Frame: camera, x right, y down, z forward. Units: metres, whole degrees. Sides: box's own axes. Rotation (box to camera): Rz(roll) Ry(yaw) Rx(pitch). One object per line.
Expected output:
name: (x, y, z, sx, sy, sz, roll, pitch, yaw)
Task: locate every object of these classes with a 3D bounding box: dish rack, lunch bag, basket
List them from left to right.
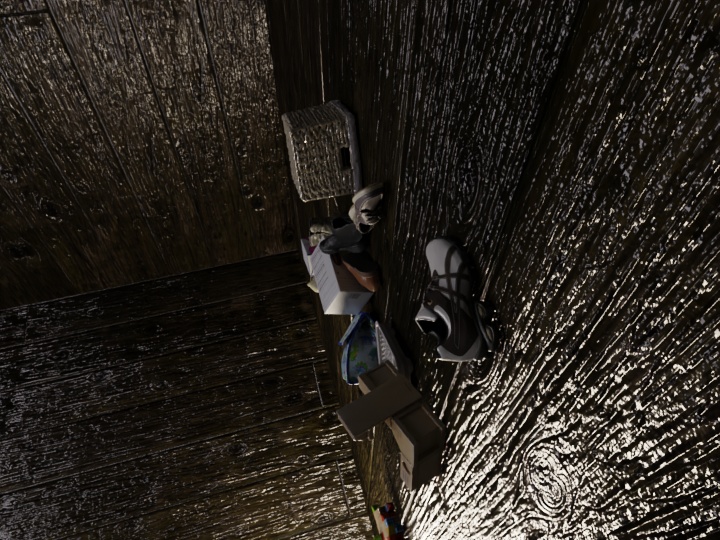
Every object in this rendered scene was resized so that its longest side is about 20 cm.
basket: (-0.098, -0.302, 1.280, 0.200, 0.159, 0.200, -116, 16, -59)
lunch bag: (0.002, 0.220, 1.460, 0.170, 0.126, 0.202, 135, 138, -81)
dish rack: (0.084, 0.228, 1.213, 0.200, 0.043, 0.173, -119, 19, -58)

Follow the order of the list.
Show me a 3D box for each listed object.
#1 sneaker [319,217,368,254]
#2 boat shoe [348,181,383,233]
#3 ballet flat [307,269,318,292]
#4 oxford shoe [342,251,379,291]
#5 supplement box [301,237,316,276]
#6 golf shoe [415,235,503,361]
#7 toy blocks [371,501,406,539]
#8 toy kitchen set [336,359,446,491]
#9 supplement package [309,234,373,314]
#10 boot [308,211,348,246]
sneaker: (-0.050, -0.099, 1.336, 0.199, 0.060, 0.105, 2, 135, 41)
boat shoe: (0.019, -0.131, 1.097, 0.065, 0.071, 0.200, 65, 165, 6)
ballet flat: (-0.119, -0.026, 1.684, 0.201, 0.069, 0.069, -65, 12, -1)
oxford shoe: (0.000, 0.000, 1.343, 0.200, 0.071, 0.072, -126, 21, -64)
supplement box: (-0.192, -0.067, 2.219, 0.200, 0.100, 0.104, -123, 24, -63)
golf shoe: (0.112, 0.033, 0.693, 0.078, 0.094, 0.201, 88, 167, -49)
toy blocks: (0.106, 0.899, 1.775, 0.137, 0.099, 0.201, 108, 149, -48)
toy kitchen set: (0.048, 0.338, 1.060, 0.200, 0.162, 0.182, 46, 150, 42)
supplement package: (-0.058, 0.012, 1.456, 0.110, 0.113, 0.201, -54, 43, 41)
boot: (-0.099, -0.094, 1.591, 0.068, 0.129, 0.201, -113, 15, -47)
